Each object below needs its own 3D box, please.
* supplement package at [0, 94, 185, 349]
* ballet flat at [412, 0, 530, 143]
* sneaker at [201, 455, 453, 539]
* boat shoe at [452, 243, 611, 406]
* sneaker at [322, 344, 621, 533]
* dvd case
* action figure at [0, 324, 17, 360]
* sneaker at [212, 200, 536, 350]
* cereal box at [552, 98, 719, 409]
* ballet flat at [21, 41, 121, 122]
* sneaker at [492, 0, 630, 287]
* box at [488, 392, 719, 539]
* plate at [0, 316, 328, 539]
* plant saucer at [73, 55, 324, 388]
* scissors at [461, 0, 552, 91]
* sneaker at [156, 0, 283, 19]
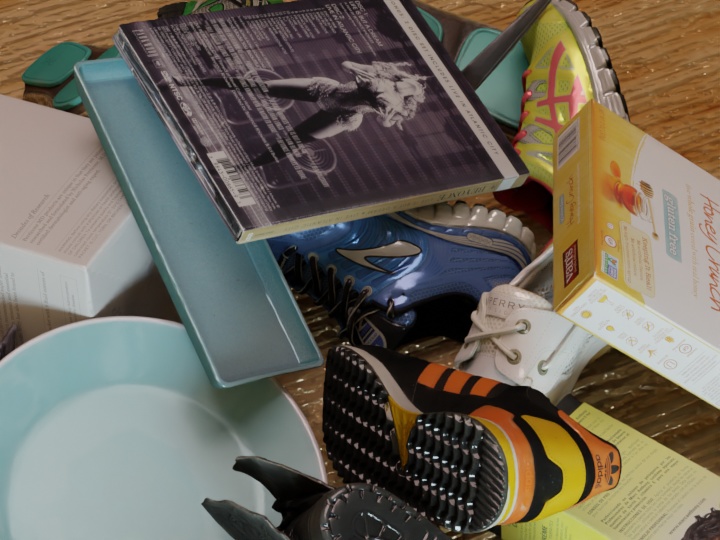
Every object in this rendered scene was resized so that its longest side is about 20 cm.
[{"bbox_3d":[-0.205,-0.016,1.352,0.199,0.122,0.120,16,44,19],"label":"supplement package"},{"bbox_3d":[0.052,-0.127,1.504,0.199,0.063,0.069,29,67,2],"label":"ballet flat"},{"bbox_3d":[0.018,0.160,1.175,0.200,0.104,0.060,41,63,-7],"label":"sneaker"},{"bbox_3d":[0.085,0.036,1.298,0.071,0.070,0.200,14,51,41],"label":"boat shoe"},{"bbox_3d":[0.052,0.084,1.212,0.090,0.070,0.200,-1,11,-27],"label":"sneaker"},{"bbox_3d":[-0.020,-0.090,1.334,0.199,0.016,0.149,-13,58,-36],"label":"dvd case"},{"bbox_3d":[-0.263,0.056,1.280,0.199,0.102,0.119,19,79,27],"label":"action figure"},{"bbox_3d":[0.000,0.000,1.339,0.199,0.079,0.090,11,61,-8],"label":"sneaker"},{"bbox_3d":[0.189,0.010,1.284,0.199,0.040,0.144,29,37,-21],"label":"cereal box"},{"bbox_3d":[-0.151,-0.100,1.438,0.070,0.065,0.200,-41,17,-6],"label":"ballet flat"},{"bbox_3d":[0.115,-0.075,1.420,0.090,0.078,0.201,-18,58,3],"label":"sneaker"},{"bbox_3d":[0.161,0.140,1.211,0.199,0.050,0.075,27,49,30],"label":"box"},{"bbox_3d":[-0.115,0.117,1.230,0.199,0.026,0.201,6,60,-10],"label":"plate"},{"bbox_3d":[-0.089,-0.027,1.283,0.070,0.019,0.201,-11,67,-39],"label":"plant saucer"},{"bbox_3d":[0.049,-0.089,1.412,0.199,0.014,0.073,-31,90,-13],"label":"scissors"},{"bbox_3d":[-0.076,-0.129,1.422,0.085,0.078,0.200,-19,21,6],"label":"sneaker"}]
